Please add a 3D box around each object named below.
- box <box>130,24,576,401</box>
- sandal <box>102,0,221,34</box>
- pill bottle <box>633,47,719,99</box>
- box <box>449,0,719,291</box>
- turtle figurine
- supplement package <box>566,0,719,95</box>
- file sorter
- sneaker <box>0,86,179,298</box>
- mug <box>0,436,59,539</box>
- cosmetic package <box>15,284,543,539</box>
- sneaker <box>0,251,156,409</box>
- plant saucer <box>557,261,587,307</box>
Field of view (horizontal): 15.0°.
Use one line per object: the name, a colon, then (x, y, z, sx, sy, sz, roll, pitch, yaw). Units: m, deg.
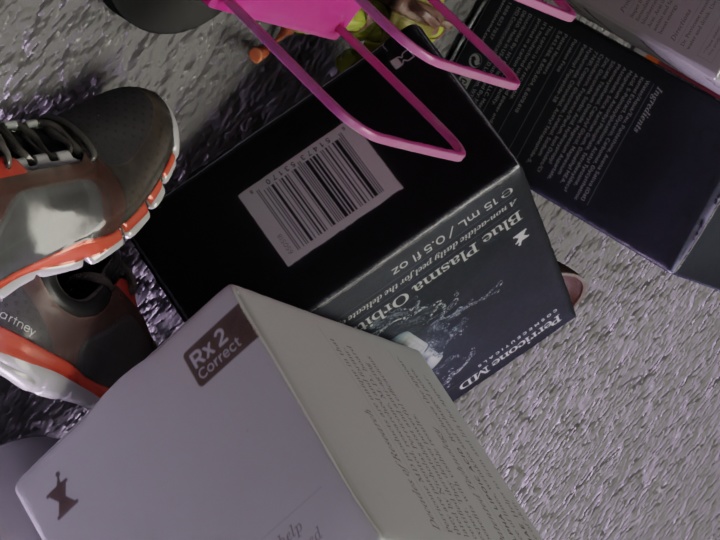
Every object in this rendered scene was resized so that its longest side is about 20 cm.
box: (0.000, 0.000, 1.538, 0.196, 0.118, 0.200, -34, 152, -3)
sandal: (-0.103, -0.164, 1.319, 0.076, 0.043, 0.200, -56, 154, -3)
pill bottle: (0.290, -0.106, 1.892, 0.114, 0.199, 0.115, -40, 150, -30)
box: (0.163, -0.080, 1.698, 0.105, 0.199, 0.148, -60, 154, 7)
turtle figurine: (0.021, -0.158, 1.517, 0.200, 0.064, 0.162, 0, 119, -60)
supplement package: (0.174, -0.193, 1.592, 0.122, 0.199, 0.120, -59, 154, 5)
file sorter: (0.047, -0.169, 1.350, 0.200, 0.125, 0.139, -52, 157, 15)
sneaker: (-0.164, -0.042, 1.318, 0.200, 0.077, 0.082, -41, 143, -32)
mug: (-0.175, 0.208, 1.464, 0.149, 0.153, 0.187, -6, 135, -56)
cosmetic package: (-0.034, 0.135, 1.406, 0.165, 0.165, 0.200, -43, 151, 17)
sneaker: (-0.134, 0.031, 1.435, 0.082, 0.077, 0.200, -63, 155, -1)
plant saucer: (0.047, 0.037, 1.731, 0.199, 0.032, 0.200, -21, 163, -7)
